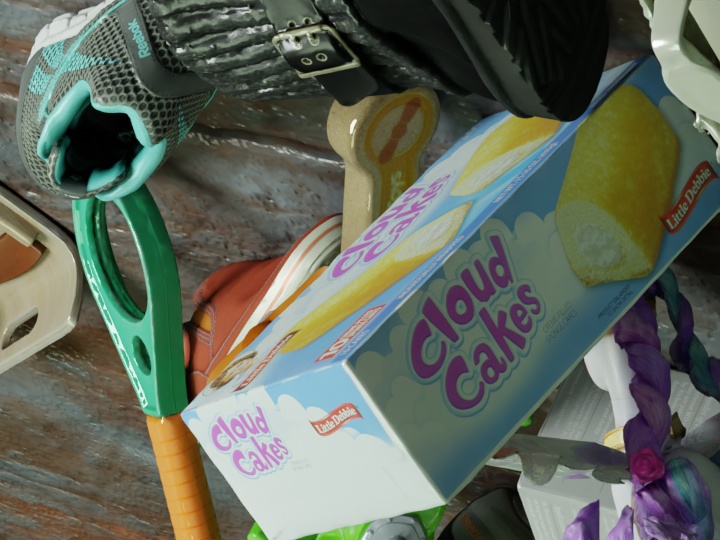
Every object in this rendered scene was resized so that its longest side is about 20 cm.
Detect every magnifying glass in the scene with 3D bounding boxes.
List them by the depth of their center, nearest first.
[{"bbox_3d":[-0.097,0.046,1.337,0.080,0.022,0.200,6,113,62],"label":"magnifying glass"}]

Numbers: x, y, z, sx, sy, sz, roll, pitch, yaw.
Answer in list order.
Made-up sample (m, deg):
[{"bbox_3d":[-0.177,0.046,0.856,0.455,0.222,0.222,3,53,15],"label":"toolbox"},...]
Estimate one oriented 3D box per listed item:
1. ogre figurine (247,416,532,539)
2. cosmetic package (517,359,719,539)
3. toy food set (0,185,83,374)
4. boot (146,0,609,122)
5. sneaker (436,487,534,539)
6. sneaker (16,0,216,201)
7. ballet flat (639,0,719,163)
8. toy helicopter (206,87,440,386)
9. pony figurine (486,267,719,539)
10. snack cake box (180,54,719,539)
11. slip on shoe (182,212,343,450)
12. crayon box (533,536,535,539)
[{"bbox_3d":[0.004,0.102,1.352,0.200,0.120,0.098,-4,138,46],"label":"ogre figurine"},{"bbox_3d":[0.180,0.113,1.257,0.200,0.090,0.107,12,148,22],"label":"cosmetic package"},{"bbox_3d":[-0.247,-0.019,1.436,0.200,0.060,0.143,36,151,-16],"label":"toy food set"},{"bbox_3d":[-0.013,-0.127,1.032,0.158,0.079,0.211,10,147,30],"label":"boot"},{"bbox_3d":[0.120,0.180,1.395,0.200,0.079,0.074,36,164,11],"label":"sneaker"},{"bbox_3d":[-0.113,-0.065,1.209,0.078,0.091,0.200,33,151,-8],"label":"sneaker"},{"bbox_3d":[0.112,-0.108,0.971,0.072,0.072,0.200,1,141,40],"label":"ballet flat"},{"bbox_3d":[0.000,0.000,1.201,0.079,0.132,0.200,47,148,41],"label":"toy helicopter"},{"bbox_3d":[0.121,0.088,1.118,0.166,0.200,0.193,-13,-176,-5],"label":"pony figurine"},{"bbox_3d":[0.039,0.010,1.078,0.115,0.200,0.067,-17,113,53],"label":"snack cake box"},{"bbox_3d":[-0.049,0.022,1.328,0.061,0.074,0.200,58,147,11],"label":"slip on shoe"},{"bbox_3d":[0.157,0.192,1.311,0.200,0.126,0.052,24,153,23],"label":"crayon box"}]
